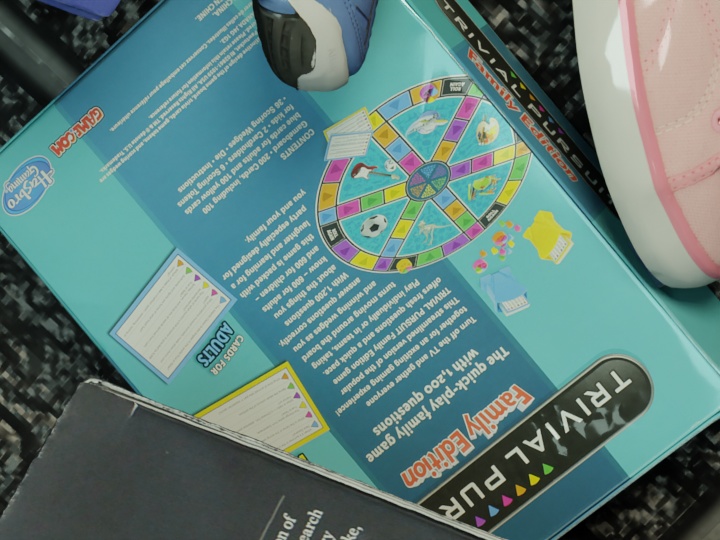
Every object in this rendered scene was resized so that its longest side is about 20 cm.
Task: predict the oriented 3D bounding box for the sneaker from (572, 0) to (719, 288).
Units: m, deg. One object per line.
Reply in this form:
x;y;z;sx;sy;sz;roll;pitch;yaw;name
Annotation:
0.116;-0.094;0.813;0.105;0.075;0.200;-3;99;23;sneaker

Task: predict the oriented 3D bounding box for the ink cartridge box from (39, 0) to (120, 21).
-0.086;-0.164;0.796;0.137;0.076;0.200;-57;40;21;ink cartridge box

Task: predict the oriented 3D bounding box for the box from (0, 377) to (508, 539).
-0.018;0.161;0.853;0.196;0.124;0.200;22;144;12;box

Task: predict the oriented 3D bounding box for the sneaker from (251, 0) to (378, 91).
0.010;-0.146;0.809;0.077;0.076;0.200;10;84;-3;sneaker

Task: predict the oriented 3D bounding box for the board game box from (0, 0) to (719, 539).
0.000;0.000;0.890;0.151;0.047;0.200;-40;91;22;board game box
